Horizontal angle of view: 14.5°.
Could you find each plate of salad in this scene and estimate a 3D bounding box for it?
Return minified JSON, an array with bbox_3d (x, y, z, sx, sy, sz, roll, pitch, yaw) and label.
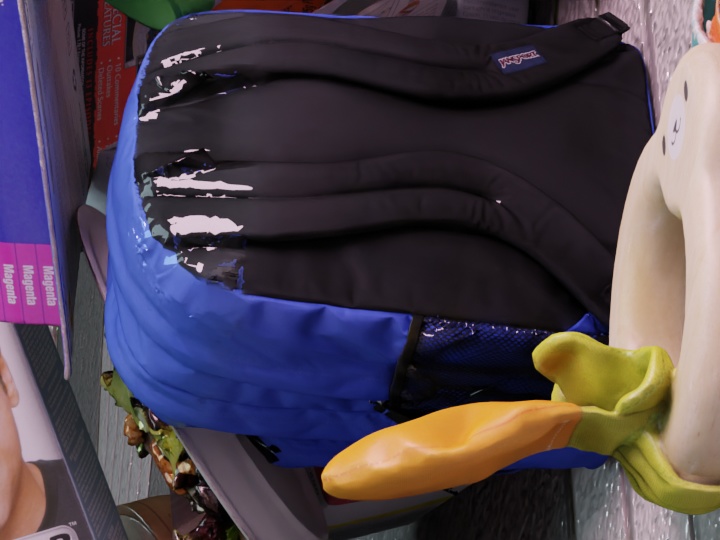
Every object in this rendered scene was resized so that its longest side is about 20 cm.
[{"bbox_3d":[-0.070,0.062,1.175,0.200,0.048,0.200,59,-176,-7],"label":"plate of salad"}]

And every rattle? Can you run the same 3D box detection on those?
[{"bbox_3d":[0.071,-0.026,0.921,0.130,0.143,0.200,-54,-31,-74],"label":"rattle"}]

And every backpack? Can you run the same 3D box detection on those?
[{"bbox_3d":[0.000,0.000,1.077,0.168,0.200,0.163,109,163,-45],"label":"backpack"}]

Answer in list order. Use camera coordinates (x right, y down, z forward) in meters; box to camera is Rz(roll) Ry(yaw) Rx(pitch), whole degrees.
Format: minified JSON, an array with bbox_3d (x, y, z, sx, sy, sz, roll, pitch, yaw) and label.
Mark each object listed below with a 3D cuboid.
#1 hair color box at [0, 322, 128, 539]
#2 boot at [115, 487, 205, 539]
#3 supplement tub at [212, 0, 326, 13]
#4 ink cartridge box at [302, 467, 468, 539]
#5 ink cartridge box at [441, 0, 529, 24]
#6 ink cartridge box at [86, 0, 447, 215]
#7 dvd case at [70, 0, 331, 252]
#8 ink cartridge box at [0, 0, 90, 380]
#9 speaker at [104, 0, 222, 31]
[{"bbox_3d":[-0.169,0.087,1.234,0.061,0.099,0.200,-78,-30,-74],"label":"hair color box"},{"bbox_3d":[-0.065,0.169,1.300,0.200,0.070,0.146,122,134,-70],"label":"boot"},{"bbox_3d":[-0.065,-0.210,1.249,0.123,0.122,0.200,115,153,-56],"label":"supplement tub"},{"bbox_3d":[-0.008,0.041,1.293,0.200,0.083,0.145,130,126,-71],"label":"ink cartridge box"},{"bbox_3d":[0.039,-0.113,1.354,0.200,0.041,0.200,133,143,-71],"label":"ink cartridge box"},{"bbox_3d":[-0.036,-0.086,1.230,0.050,0.161,0.200,50,155,14],"label":"ink cartridge box"},{"bbox_3d":[-0.079,-0.091,1.328,0.022,0.200,0.146,36,133,42],"label":"dvd case"},{"bbox_3d":[-0.141,-0.087,1.136,0.200,0.043,0.197,-93,-1,-62],"label":"ink cartridge box"},{"bbox_3d":[-0.037,-0.190,1.104,0.200,0.088,0.088,-52,4,-15],"label":"speaker"}]
